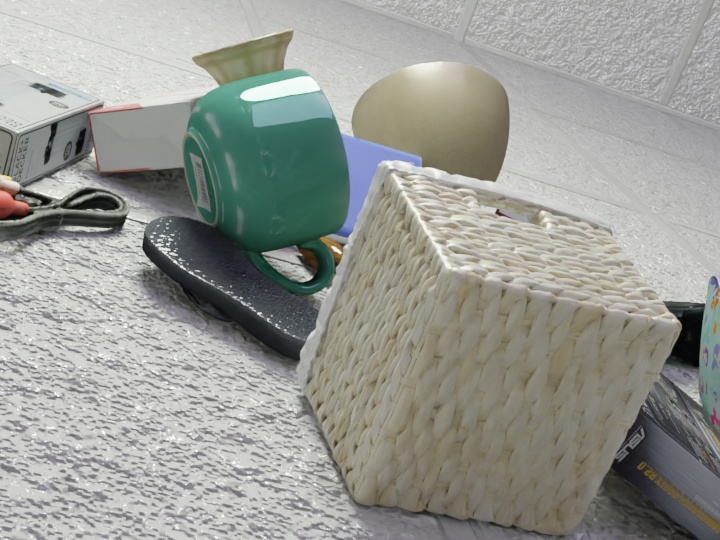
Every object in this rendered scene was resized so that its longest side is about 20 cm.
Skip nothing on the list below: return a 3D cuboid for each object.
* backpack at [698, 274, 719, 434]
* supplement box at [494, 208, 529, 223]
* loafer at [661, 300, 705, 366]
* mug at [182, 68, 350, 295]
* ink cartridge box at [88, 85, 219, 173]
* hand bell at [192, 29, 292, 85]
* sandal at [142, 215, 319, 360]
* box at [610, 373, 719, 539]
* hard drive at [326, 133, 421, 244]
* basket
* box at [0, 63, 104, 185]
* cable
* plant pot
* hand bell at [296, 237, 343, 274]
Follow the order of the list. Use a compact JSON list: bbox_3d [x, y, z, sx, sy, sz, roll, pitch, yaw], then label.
[{"bbox_3d":[0.404,0.094,1.080,0.148,0.180,0.201,-3,26,-1],"label":"backpack"},{"bbox_3d":[0.204,-0.009,1.204,0.108,0.061,0.200,29,-4,23],"label":"supplement box"},{"bbox_3d":[0.347,0.060,1.265,0.198,0.074,0.072,7,19,-38],"label":"loafer"},{"bbox_3d":[-0.086,-0.080,1.014,0.113,0.152,0.186,-16,65,-22],"label":"mug"},{"bbox_3d":[-0.190,-0.156,1.220,0.115,0.068,0.200,-3,13,16],"label":"ink cartridge box"},{"bbox_3d":[-0.090,-0.129,1.143,0.103,0.202,0.104,-15,11,3],"label":"hand bell"},{"bbox_3d":[-0.113,0.019,0.951,0.199,0.043,0.076,37,33,25],"label":"sandal"},{"bbox_3d":[0.238,0.129,0.923,0.158,0.048,0.200,39,15,-15],"label":"box"},{"bbox_3d":[-0.027,-0.093,1.245,0.198,0.025,0.133,15,56,-18],"label":"hard drive"},{"bbox_3d":[0.083,0.059,0.810,0.196,0.202,0.161,13,26,-21],"label":"basket"},{"bbox_3d":[-0.341,-0.142,1.101,0.115,0.061,0.200,22,19,5],"label":"box"},{"bbox_3d":[-0.270,-0.059,0.968,0.198,0.051,0.097,0,29,-43],"label":"cable"},{"bbox_3d":[0.092,-0.135,1.390,0.198,0.200,0.136,11,57,-26],"label":"plant pot"},{"bbox_3d":[0.000,0.000,1.074,0.103,0.105,0.199,6,12,-37],"label":"hand bell"}]
